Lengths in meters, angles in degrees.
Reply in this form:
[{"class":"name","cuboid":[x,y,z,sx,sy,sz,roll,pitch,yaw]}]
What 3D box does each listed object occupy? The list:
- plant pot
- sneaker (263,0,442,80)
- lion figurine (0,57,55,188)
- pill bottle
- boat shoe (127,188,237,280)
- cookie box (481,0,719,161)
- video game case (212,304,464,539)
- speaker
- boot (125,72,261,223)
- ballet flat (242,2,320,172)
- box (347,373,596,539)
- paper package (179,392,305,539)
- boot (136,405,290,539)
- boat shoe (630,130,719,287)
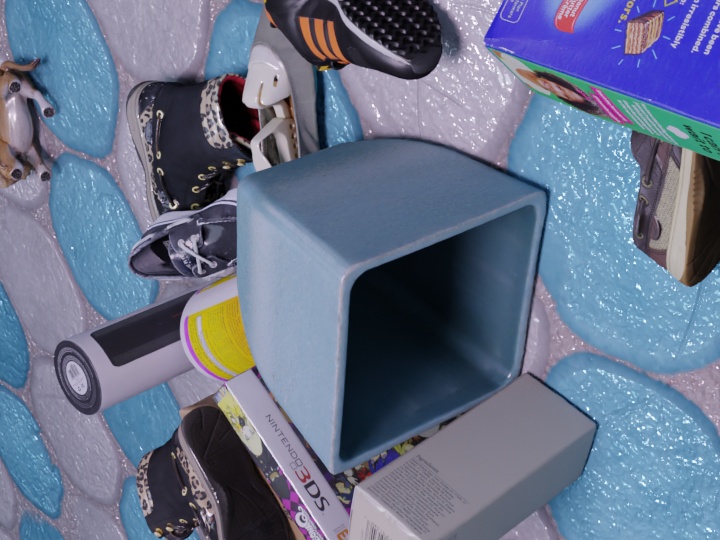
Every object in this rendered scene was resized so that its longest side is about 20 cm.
[{"class":"plant pot","cuboid":[0.000,0.000,1.049,0.200,0.196,0.196,39,139,38]},{"class":"sneaker","cuboid":[-0.008,-0.190,1.041,0.200,0.070,0.090,41,145,33]},{"class":"lion figurine","cuboid":[-0.411,-0.179,1.557,0.122,0.072,0.200,45,128,44]},{"class":"pill bottle","cuboid":[-0.086,0.043,1.247,0.200,0.104,0.104,-21,95,55]},{"class":"boat shoe","cuboid":[-0.145,-0.024,1.208,0.200,0.068,0.072,-5,122,45]},{"class":"cookie box","cuboid":[0.194,-0.158,0.725,0.200,0.075,0.171,29,91,39]},{"class":"video game case","cuboid":[0.004,0.133,1.110,0.181,0.200,0.036,56,143,11]},{"class":"speaker","cuboid":[-0.206,0.074,1.337,0.081,0.200,0.081,22,123,39]},{"class":"boot","cuboid":[-0.141,-0.091,1.261,0.154,0.073,0.204,-2,112,49]},{"class":"ballet flat","cuboid":[-0.071,-0.137,1.150,0.067,0.064,0.200,17,124,45]},{"class":"box","cuboid":[0.088,0.164,1.024,0.082,0.200,0.068,37,137,32]},{"class":"paper package","cuboid":[-0.069,0.212,1.335,0.190,0.103,0.200,-3,108,50]},{"class":"boot","cuboid":[-0.150,0.245,1.306,0.151,0.073,0.200,-34,81,52]},{"class":"boat shoe","cuboid":[0.203,-0.082,0.835,0.065,0.073,0.200,25,130,34]}]
